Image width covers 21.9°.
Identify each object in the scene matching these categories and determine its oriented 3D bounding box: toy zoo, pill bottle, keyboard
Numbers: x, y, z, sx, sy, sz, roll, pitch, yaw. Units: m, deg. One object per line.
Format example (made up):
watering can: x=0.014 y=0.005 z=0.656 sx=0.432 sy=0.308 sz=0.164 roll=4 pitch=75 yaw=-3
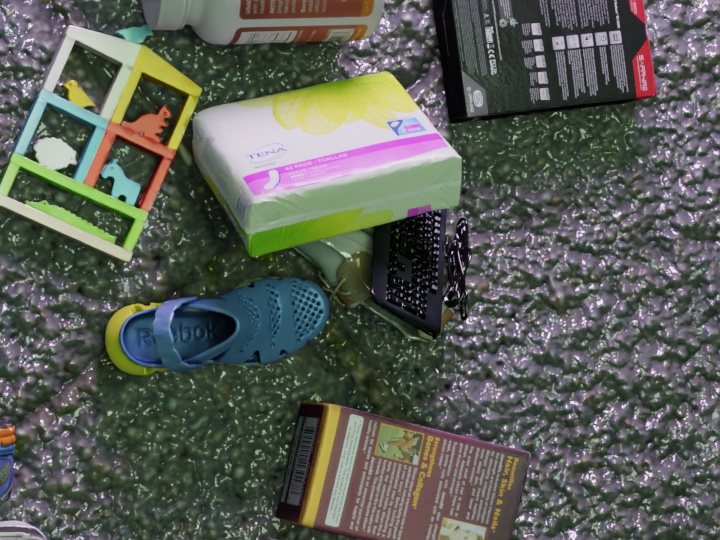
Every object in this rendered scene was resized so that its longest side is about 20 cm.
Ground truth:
toy zoo: x=-0.223 y=-0.123 z=1.627 sx=0.131 sy=0.020 sz=0.200 roll=25 pitch=81 yaw=-17
pill bottle: x=-0.087 y=-0.255 z=1.630 sx=0.200 sy=0.112 sz=0.112 roll=-4 pitch=90 yaw=-19
keyboard: x=0.063 y=-0.032 z=1.657 sx=0.104 sy=0.040 sz=0.200 roll=30 pitch=43 yaw=-26

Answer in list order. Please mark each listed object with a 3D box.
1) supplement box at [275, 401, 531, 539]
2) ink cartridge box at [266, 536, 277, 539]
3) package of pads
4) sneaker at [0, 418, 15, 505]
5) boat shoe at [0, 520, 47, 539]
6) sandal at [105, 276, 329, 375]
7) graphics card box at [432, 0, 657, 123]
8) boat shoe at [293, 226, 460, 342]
supplement box: x=0.038 y=0.193 z=1.673 sx=0.200 sy=0.086 sz=0.110 roll=15 pitch=83 yaw=-18
ink cartridge box: x=-0.044 y=0.338 z=1.624 sx=0.068 sy=0.115 sz=0.200 roll=5 pitch=87 yaw=-19
package of pads: x=-0.033 y=-0.098 z=1.626 sx=0.200 sy=0.155 sz=0.068 roll=-14 pitch=131 yaw=-20
sneaker: x=-0.376 y=0.183 z=1.539 sx=0.200 sy=0.075 sz=0.079 roll=-14 pitch=96 yaw=-17
boat shoe: x=-0.355 y=0.250 z=1.546 sx=0.200 sy=0.064 sz=0.071 roll=-15 pitch=93 yaw=-19
sandal: x=-0.117 y=0.051 z=1.625 sx=0.200 sy=0.087 sz=0.080 roll=-14 pitch=91 yaw=-21
graphics card box: x=0.173 y=-0.211 z=1.751 sx=0.200 sy=0.051 sz=0.126 roll=-9 pitch=92 yaw=-20
boat shoe: x=0.000 y=0.000 z=1.672 sx=0.200 sy=0.075 sz=0.068 roll=25 pitch=75 yaw=-18
